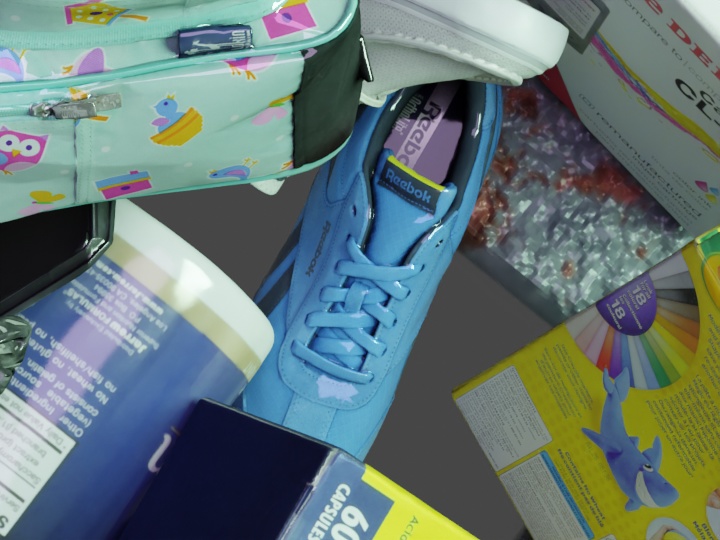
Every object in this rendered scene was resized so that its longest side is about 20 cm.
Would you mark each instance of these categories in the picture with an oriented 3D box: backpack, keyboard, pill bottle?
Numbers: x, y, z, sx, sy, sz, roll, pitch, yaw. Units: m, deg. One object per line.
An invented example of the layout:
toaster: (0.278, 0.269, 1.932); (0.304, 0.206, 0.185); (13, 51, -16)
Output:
backpack: (-0.110, -0.111, 1.026); (0.199, 0.153, 0.176); (-15, 61, -3)
keyboard: (-0.167, -0.004, 1.120); (0.200, 0.021, 0.127); (-29, 43, 25)
pill bottle: (-0.132, 0.070, 1.123); (0.111, 0.111, 0.200); (37, 82, 0)

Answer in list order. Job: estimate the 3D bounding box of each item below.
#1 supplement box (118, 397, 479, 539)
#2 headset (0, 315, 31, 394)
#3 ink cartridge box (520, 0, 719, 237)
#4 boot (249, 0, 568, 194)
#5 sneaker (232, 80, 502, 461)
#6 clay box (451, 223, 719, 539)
supplement box: (0.011, 0.147, 1.087); (0.200, 0.109, 0.109); (35, 80, -29)
headset: (-0.209, 0.056, 1.064); (0.200, 0.094, 0.124); (-25, 77, 37)
ink cartridge box: (0.125, -0.103, 1.114); (0.086, 0.200, 0.148); (-43, 87, -9)
boot: (-0.011, -0.071, 1.130); (0.073, 0.200, 0.096); (24, 86, -42)
sneaker: (0.000, 0.000, 1.161); (0.066, 0.078, 0.201); (23, 83, -4)
clay box: (0.124, 0.055, 1.104); (0.048, 0.200, 0.115); (-27, 86, -37)
